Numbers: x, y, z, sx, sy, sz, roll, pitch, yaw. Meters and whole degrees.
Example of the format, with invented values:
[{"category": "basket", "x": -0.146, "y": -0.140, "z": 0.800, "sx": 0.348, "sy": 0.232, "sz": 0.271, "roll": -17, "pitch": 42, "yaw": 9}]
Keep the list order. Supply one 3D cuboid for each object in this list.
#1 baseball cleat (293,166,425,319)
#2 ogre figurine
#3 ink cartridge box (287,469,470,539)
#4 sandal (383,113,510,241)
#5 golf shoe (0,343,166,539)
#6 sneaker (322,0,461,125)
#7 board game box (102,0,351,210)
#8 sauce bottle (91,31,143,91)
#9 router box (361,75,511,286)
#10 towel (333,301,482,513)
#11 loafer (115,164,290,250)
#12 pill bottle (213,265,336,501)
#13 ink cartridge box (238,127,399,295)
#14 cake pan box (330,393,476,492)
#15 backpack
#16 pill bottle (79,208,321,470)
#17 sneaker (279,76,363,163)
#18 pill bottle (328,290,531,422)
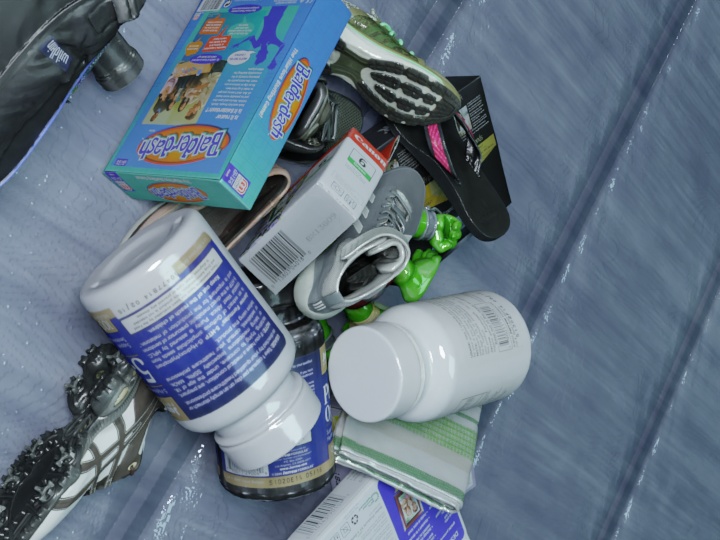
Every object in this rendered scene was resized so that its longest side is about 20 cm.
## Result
[{"category": "baseball cleat", "x": 0.023, "y": -0.028, "z": 1.122, "sx": 0.070, "sy": 0.106, "sz": 0.200, "roll": 50, "pitch": 54, "yaw": -20}, {"category": "ogre figurine", "x": 0.000, "y": 0.000, "z": 1.238, "sx": 0.120, "sy": 0.200, "sz": 0.098, "roll": 42, "pitch": 22, "yaw": -32}, {"category": "ink cartridge box", "x": 0.030, "y": 0.288, "z": 1.290, "sx": 0.198, "sy": 0.043, "sz": 0.201, "roll": -43, "pitch": 122, "yaw": -38}, {"category": "sandal", "x": 0.092, "y": -0.122, "z": 1.262, "sx": 0.075, "sy": 0.045, "sz": 0.200, "roll": -33, "pitch": 85, "yaw": -39}, {"category": "golf shoe", "x": -0.223, "y": 0.159, "z": 1.034, "sx": 0.200, "sy": 0.078, "sz": 0.095, "roll": -58, "pitch": 133, "yaw": -24}, {"category": "sneaker", "x": 0.017, "y": -0.217, "z": 1.211, "sx": 0.200, "sy": 0.077, "sz": 0.089, "roll": 30, "pitch": 53, "yaw": -14}, {"category": "board game box", "x": -0.113, "y": -0.149, "z": 1.057, "sx": 0.045, "sy": 0.152, "sz": 0.201, "roll": 45, "pitch": 63, "yaw": -42}, {"category": "sauce bottle", "x": -0.241, "y": -0.222, "z": 0.967, "sx": 0.066, "sy": 0.066, "sz": 0.200, "roll": -57, "pitch": 135, "yaw": -26}, {"category": "router box", "x": 0.074, "y": -0.099, "z": 1.349, "sx": 0.200, "sy": 0.052, "sz": 0.158, "roll": -38, "pitch": 122, "yaw": -39}, {"category": "towel", "x": 0.053, "y": 0.138, "z": 1.284, "sx": 0.149, "sy": 0.031, "sz": 0.200, "roll": 27, "pitch": 46, "yaw": -12}, {"category": "loafer", "x": -0.141, "y": -0.035, "z": 1.101, "sx": 0.200, "sy": 0.063, "sz": 0.072, "roll": -48, "pitch": 130, "yaw": -28}, {"category": "pill bottle", "x": -0.085, "y": 0.100, "z": 1.155, "sx": 0.112, "sy": 0.112, "sz": 0.201, "roll": -19, "pitch": 110, "yaw": -46}, {"category": "ink cartridge box", "x": -0.033, "y": -0.069, "z": 1.130, "sx": 0.050, "sy": 0.109, "sz": 0.200, "roll": 43, "pitch": 28, "yaw": -10}, {"category": "cake pan box", "x": 0.047, "y": 0.190, "z": 1.366, "sx": 0.200, "sy": 0.052, "sz": 0.185, "roll": -29, "pitch": 118, "yaw": -42}, {"category": "backpack", "x": -0.284, "y": -0.158, "z": 0.851, "sx": 0.183, "sy": 0.147, "sz": 0.200, "roll": 26, "pitch": 99, "yaw": -46}, {"category": "pill bottle", "x": -0.124, "y": 0.061, "z": 1.026, "sx": 0.120, "sy": 0.119, "sz": 0.200, "roll": -48, "pitch": 112, "yaw": -33}, {"category": "sneaker", "x": -0.046, "y": -0.138, "z": 1.165, "sx": 0.199, "sy": 0.114, "sz": 0.077, "roll": 3, "pitch": 95, "yaw": -51}, {"category": "pill bottle", "x": 0.066, "y": 0.085, "z": 1.209, "sx": 0.200, "sy": 0.114, "sz": 0.115, "roll": -8, "pitch": 102, "yaw": -49}]
